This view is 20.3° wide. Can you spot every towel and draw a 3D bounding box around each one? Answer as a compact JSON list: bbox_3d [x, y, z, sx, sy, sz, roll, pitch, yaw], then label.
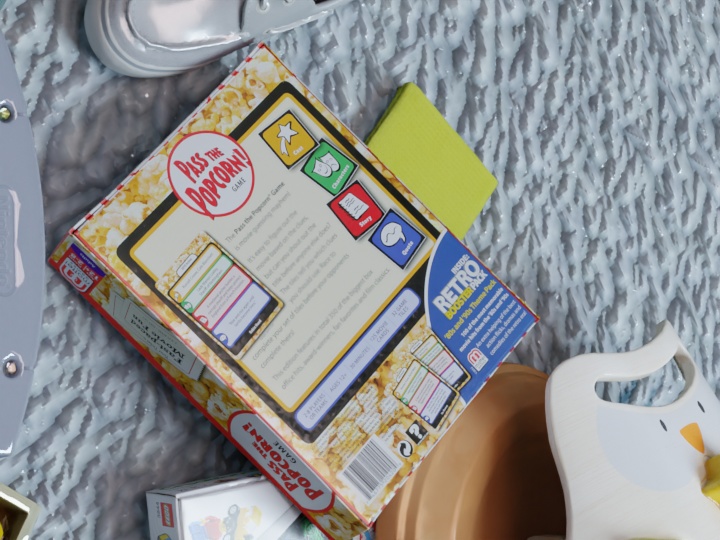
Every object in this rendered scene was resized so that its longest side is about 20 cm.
[{"bbox_3d":[0.000,0.000,1.069,0.086,0.018,0.201,48,61,-28],"label":"towel"}]

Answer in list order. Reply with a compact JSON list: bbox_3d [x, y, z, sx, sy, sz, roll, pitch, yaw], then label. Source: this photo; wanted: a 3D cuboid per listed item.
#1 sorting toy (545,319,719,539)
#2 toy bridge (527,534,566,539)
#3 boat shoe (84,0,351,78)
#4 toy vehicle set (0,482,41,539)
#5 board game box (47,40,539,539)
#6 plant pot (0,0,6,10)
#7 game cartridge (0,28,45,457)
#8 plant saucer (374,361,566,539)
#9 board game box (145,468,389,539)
[{"bbox_3d":[0.166,0.120,1.044,0.199,0.106,0.181,-18,83,-49],"label":"sorting toy"},{"bbox_3d":[0.101,0.171,1.039,0.199,0.027,0.068,3,86,-49],"label":"toy bridge"},{"bbox_3d":[-0.045,-0.149,1.018,0.199,0.068,0.073,-18,95,-34],"label":"boat shoe"},{"bbox_3d":[-0.226,0.161,0.840,0.124,0.026,0.201,35,66,-31],"label":"toy vehicle set"},{"bbox_3d":[-0.030,0.009,0.993,0.200,0.046,0.152,45,61,-3],"label":"board game box"},{"bbox_3d":[-0.208,-0.172,0.814,0.199,0.134,0.202,16,64,-35],"label":"plant pot"},{"bbox_3d":[-0.209,-0.013,0.914,0.132,0.041,0.202,1,85,-31],"label":"game cartridge"},{"bbox_3d":[0.085,0.149,1.071,0.199,0.037,0.202,4,84,-47],"label":"plant saucer"},{"bbox_3d":[-0.036,0.199,1.004,0.125,0.034,0.202,-7,93,-35],"label":"board game box"}]
